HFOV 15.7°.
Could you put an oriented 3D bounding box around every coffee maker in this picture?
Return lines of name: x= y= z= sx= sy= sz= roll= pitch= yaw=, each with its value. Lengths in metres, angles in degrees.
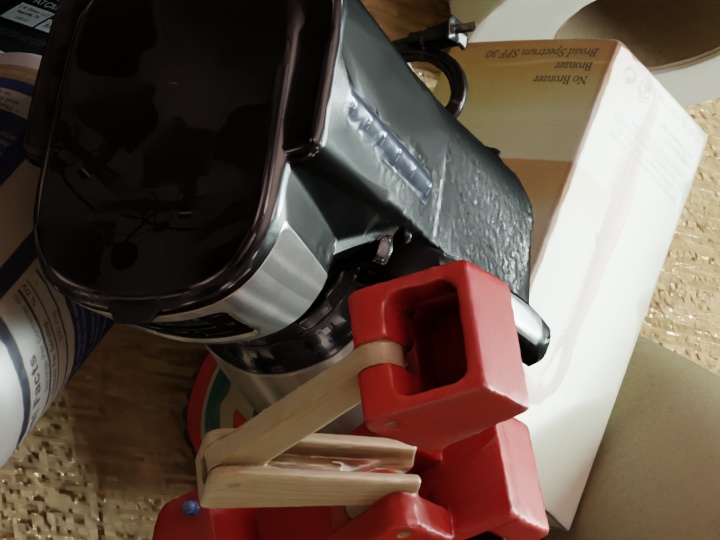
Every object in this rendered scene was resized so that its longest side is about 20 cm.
coffee maker: x=-0.029 y=-0.039 z=0.957 sx=0.200 sy=0.135 sz=0.192 roll=45 pitch=27 yaw=-56

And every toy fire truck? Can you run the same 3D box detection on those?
toy fire truck: x=-0.009 y=0.073 z=0.912 sx=0.141 sy=0.200 sz=0.049 roll=29 pitch=44 yaw=-49

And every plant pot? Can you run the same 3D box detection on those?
plant pot: x=0.146 y=0.125 z=1.169 sx=0.187 sy=0.187 sz=0.200 roll=21 pitch=26 yaw=-41

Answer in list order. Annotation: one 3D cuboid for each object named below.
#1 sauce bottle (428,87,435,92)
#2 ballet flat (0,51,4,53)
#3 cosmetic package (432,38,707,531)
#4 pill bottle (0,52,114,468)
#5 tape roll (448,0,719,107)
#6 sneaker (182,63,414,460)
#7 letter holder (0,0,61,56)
sauce bottle: x=-0.017 y=-0.052 z=1.176 sx=0.200 sy=0.066 sz=0.066 roll=-6 pitch=74 yaw=-50
ballet flat: x=-0.220 y=-0.122 z=1.003 sx=0.200 sy=0.046 sz=0.067 roll=29 pitch=81 yaw=-29
cosmetic package: x=0.065 y=0.004 z=1.150 sx=0.087 sy=0.103 sz=0.200 roll=40 pitch=62 yaw=-42
pill bottle: x=-0.156 y=0.015 z=0.940 sx=0.111 sy=0.111 sz=0.200 roll=52 pitch=39 yaw=-15
tape roll: x=0.137 y=-0.180 z=1.313 sx=0.203 sy=0.203 sz=0.139 roll=13 pitch=61 yaw=-45
sneaker: x=0.000 y=0.000 z=1.088 sx=0.070 sy=0.093 sz=0.200 roll=30 pitch=76 yaw=-41
letter holder: x=-0.158 y=-0.176 z=0.924 sx=0.200 sy=0.101 sz=0.142 roll=15 pitch=56 yaw=-55
